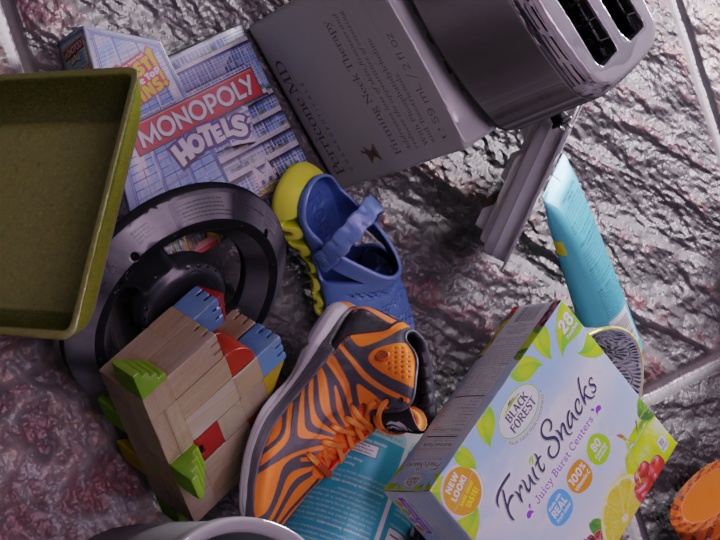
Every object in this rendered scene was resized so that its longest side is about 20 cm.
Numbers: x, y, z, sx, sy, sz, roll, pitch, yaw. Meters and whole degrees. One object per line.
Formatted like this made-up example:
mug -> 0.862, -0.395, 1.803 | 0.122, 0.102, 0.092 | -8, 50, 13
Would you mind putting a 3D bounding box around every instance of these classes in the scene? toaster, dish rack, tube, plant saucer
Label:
toaster -> 0.131, -0.192, 1.212 | 0.114, 0.129, 0.201 | -40, 105, -28
dish rack -> 0.154, -0.106, 1.412 | 0.043, 0.173, 0.200 | 25, 28, 4
tube -> 0.207, -0.002, 1.479 | 0.078, 0.050, 0.201 | -65, 138, -54
plant saucer -> -0.245, -0.044, 1.181 | 0.048, 0.198, 0.202 | 32, 65, -53

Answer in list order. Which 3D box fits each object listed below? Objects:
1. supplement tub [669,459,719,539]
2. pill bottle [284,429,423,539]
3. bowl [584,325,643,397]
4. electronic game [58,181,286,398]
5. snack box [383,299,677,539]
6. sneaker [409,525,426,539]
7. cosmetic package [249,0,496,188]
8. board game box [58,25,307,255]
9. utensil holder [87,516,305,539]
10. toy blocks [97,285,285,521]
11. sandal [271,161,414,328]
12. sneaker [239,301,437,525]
supplement tub -> 0.391, 0.280, 1.543 | 0.200, 0.122, 0.123 | 47, 63, -17
pill bottle -> -0.015, 0.207, 1.313 | 0.110, 0.111, 0.201 | 30, 69, -24
bowl -> 0.153, 0.124, 1.418 | 0.200, 0.094, 0.202 | -30, 133, -37
electronic game -> -0.142, 0.020, 1.245 | 0.199, 0.042, 0.201 | -26, 139, -25
snack box -> 0.136, 0.152, 1.255 | 0.169, 0.067, 0.200 | 50, 58, -19
sneaker -> 0.081, 0.219, 1.352 | 0.066, 0.201, 0.091 | 6, 51, 11
cosmetic package -> 0.049, -0.191, 1.356 | 0.166, 0.200, 0.168 | -36, 101, -30
board game box -> -0.148, -0.120, 1.308 | 0.199, 0.062, 0.201 | -31, 100, -30
utensil holder -> -0.131, 0.266, 1.183 | 0.169, 0.200, 0.172 | 5, 81, -31
toy blocks -> -0.114, 0.092, 1.239 | 0.137, 0.100, 0.201 | -43, 141, -25
sandal -> 0.000, 0.000, 1.346 | 0.080, 0.087, 0.201 | -54, 134, -26
sneaker -> -0.012, 0.121, 1.244 | 0.201, 0.111, 0.078 | -64, 151, -16
